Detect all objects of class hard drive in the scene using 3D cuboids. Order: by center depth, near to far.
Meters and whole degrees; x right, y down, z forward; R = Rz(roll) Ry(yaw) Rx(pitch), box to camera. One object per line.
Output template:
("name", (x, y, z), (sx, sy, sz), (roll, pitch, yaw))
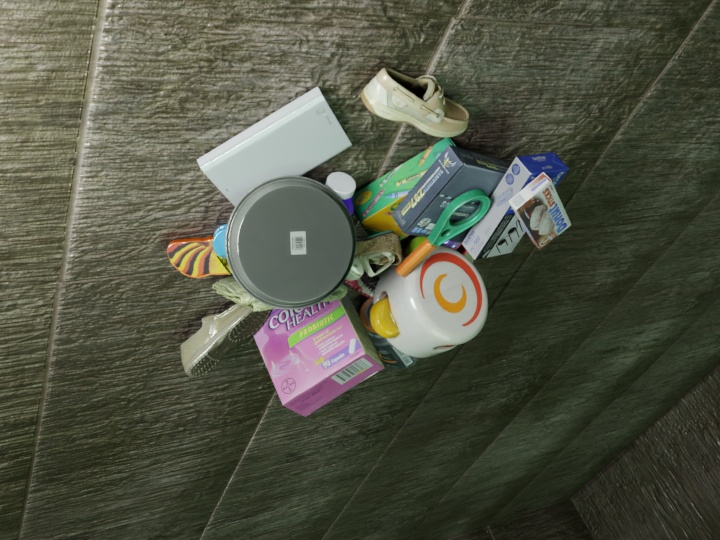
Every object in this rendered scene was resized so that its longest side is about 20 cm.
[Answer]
("hard drive", (-0.121, -0.173, 1.265), (0.200, 0.026, 0.132), (-30, 150, 5))

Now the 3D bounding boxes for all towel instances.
("towel", (-0.136, 0.029, 1.463), (0.200, 0.148, 0.037), (-5, 105, -32))

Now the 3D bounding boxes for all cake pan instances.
("cake pan", (-0.099, -0.040, 1.285), (0.200, 0.201, 0.037), (-20, -171, -13))

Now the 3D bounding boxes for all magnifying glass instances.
("magnifying glass", (0.132, -0.059, 1.421), (0.200, 0.022, 0.080), (-42, 149, 25))

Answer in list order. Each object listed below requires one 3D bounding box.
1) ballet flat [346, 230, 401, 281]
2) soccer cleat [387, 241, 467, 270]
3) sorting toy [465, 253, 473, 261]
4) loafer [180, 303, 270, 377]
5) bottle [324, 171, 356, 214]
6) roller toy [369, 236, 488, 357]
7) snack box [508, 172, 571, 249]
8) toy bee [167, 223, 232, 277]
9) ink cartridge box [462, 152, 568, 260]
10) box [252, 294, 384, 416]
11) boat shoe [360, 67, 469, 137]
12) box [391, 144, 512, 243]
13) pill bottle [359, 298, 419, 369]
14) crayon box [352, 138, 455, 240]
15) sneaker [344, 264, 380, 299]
("ballet flat", (0.000, -0.020, 1.388), (0.200, 0.065, 0.070), (-15, 169, -43))
("soccer cleat", (0.139, -0.024, 1.644), (0.200, 0.077, 0.067), (-33, 149, 9))
("sorting toy", (0.176, 0.064, 1.759), (0.200, 0.036, 0.185), (-53, 162, -29))
("loafer", (-0.245, 0.102, 1.544), (0.200, 0.068, 0.076), (-41, 153, -9))
("bottle", (-0.055, -0.074, 1.409), (0.065, 0.084, 0.200), (-10, 146, -27))
("roller toy", (0.121, 0.060, 1.551), (0.182, 0.200, 0.140), (35, 145, -17))
("snack box", (0.299, -0.095, 1.433), (0.072, 0.024, 0.200), (-41, 152, 6))
("toy bee", (-0.191, -0.018, 1.340), (0.199, 0.109, 0.131), (-12, -168, 15))
("ink cartridge box", (0.254, -0.105, 1.443), (0.094, 0.044, 0.200), (-11, 144, -37))
("box", (-0.085, 0.128, 1.575), (0.176, 0.200, 0.097), (-32, 149, 8))
("boat shoe", (0.095, -0.250, 1.279), (0.200, 0.072, 0.065), (9, 136, -38))
("box", (0.169, -0.120, 1.435), (0.200, 0.051, 0.158), (6, 132, -48))
("pill bottle", (0.059, 0.122, 1.774), (0.106, 0.106, 0.200), (-29, 149, 3))
("crayon box", (0.089, -0.126, 1.467), (0.200, 0.058, 0.119), (-31, 150, 3))
("sneaker", (0.000, 0.000, 1.577), (0.075, 0.081, 0.200), (-60, 155, -3))
